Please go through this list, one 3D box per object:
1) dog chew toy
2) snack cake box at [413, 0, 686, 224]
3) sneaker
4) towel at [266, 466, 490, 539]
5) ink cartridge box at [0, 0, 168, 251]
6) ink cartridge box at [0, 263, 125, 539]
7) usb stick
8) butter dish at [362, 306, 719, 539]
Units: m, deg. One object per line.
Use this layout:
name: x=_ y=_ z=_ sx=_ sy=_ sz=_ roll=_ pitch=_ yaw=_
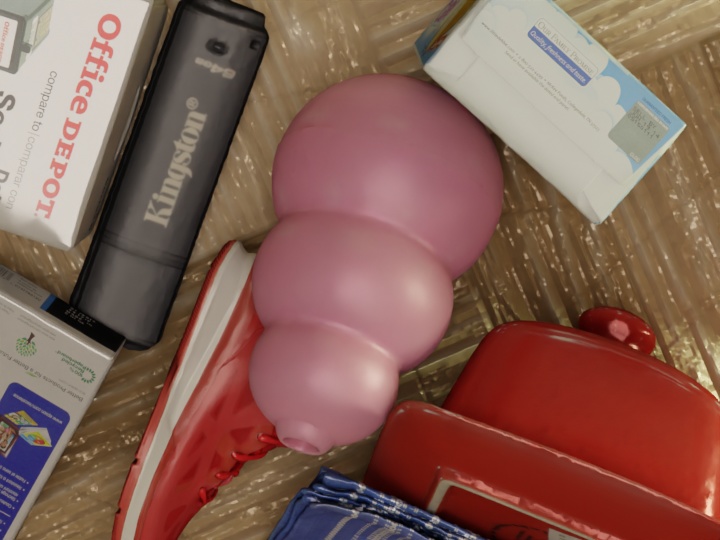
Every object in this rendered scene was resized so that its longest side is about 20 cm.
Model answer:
dog chew toy: x=0.000 y=0.000 z=1.199 sx=0.124 sy=0.125 sz=0.201 roll=19 pitch=69 yaw=-3
snack cake box: x=0.091 y=-0.095 z=1.169 sx=0.115 sy=0.200 sz=0.067 roll=41 pitch=96 yaw=-6
sneaker: x=-0.059 y=0.095 z=1.263 sx=0.115 sy=0.078 sz=0.201 roll=21 pitch=100 yaw=-2
towel: x=0.046 y=0.174 z=1.250 sx=0.199 sy=0.145 sz=0.024 roll=25 pitch=64 yaw=-4
ink cartridge box: x=-0.218 y=-0.113 z=1.225 sx=0.199 sy=0.084 sz=0.147 roll=19 pitch=98 yaw=-3
ink cartridge box: x=-0.218 y=0.097 z=1.271 sx=0.099 sy=0.039 sz=0.201 roll=31 pitch=109 yaw=-4
usb stick: x=-0.105 y=-0.053 z=1.261 sx=0.055 sy=0.033 sz=0.201 roll=20 pitch=98 yaw=-2
butter dish: x=0.118 y=0.088 z=1.228 sx=0.198 sy=0.200 sz=0.148 roll=22 pitch=67 yaw=3
